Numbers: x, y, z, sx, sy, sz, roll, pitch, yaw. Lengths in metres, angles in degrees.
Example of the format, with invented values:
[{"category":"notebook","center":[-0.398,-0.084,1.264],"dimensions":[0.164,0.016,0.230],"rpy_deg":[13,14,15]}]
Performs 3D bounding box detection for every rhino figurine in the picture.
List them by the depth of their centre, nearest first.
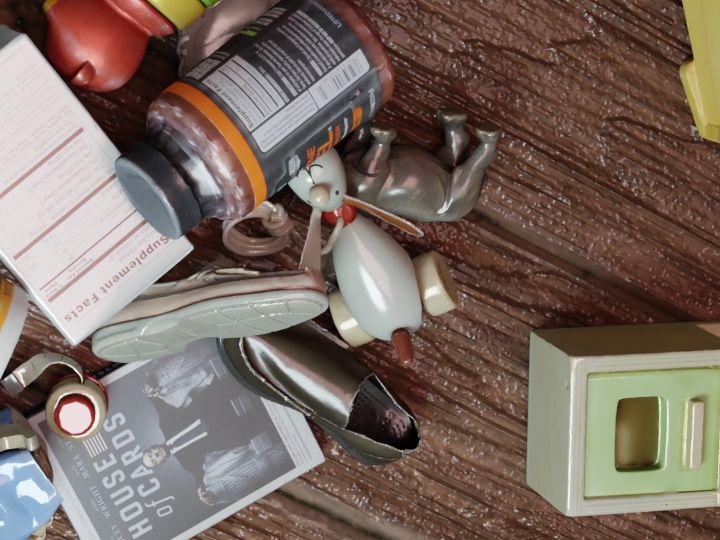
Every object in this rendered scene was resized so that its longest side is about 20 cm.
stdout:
[{"category":"rhino figurine","center":[0.006,-0.078,1.711],"dimensions":[0.199,0.060,0.088],"rpy_deg":[1,116,-13]}]

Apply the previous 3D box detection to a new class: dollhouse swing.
[{"category":"dollhouse swing","center":[0.349,-0.178,1.717],"dimensions":[0.180,0.200,0.177],"rpy_deg":[-2,100,-15]}]

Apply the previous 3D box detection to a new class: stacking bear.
[{"category":"stacking bear","center":[-0.154,-0.219,1.602],"dimensions":[0.114,0.121,0.200],"rpy_deg":[38,90,-22]}]

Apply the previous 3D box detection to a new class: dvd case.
[{"category":"dvd case","center":[-0.146,0.131,1.726],"dimensions":[0.199,0.025,0.151],"rpy_deg":[-29,106,-9]}]

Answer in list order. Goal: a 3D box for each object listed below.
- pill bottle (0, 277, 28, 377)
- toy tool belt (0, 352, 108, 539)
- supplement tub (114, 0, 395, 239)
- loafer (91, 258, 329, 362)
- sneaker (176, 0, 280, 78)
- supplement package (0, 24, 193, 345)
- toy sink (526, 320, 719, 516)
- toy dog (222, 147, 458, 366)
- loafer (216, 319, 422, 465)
[{"category":"pill bottle","center":[-0.342,0.022,1.547],"dimensions":[0.199,0.116,0.117],"rpy_deg":[28,91,-16]},{"category":"toy tool belt","center":[-0.270,0.159,1.628],"dimensions":[0.199,0.123,0.125],"rpy_deg":[-34,105,5]},{"category":"supplement tub","center":[-0.078,-0.108,1.575],"dimensions":[0.200,0.107,0.107],"rpy_deg":[-40,108,-19]},{"category":"loafer","center":[-0.115,0.018,1.645],"dimensions":[0.072,0.199,0.063],"rpy_deg":[29,52,-55]},{"category":"sneaker","center":[-0.114,-0.150,1.667],"dimensions":[0.092,0.076,0.201],"rpy_deg":[34,82,-11]},{"category":"supplement package","center":[-0.234,-0.064,1.618],"dimensions":[0.117,0.117,0.200],"rpy_deg":[-40,108,-8]},{"category":"toy sink","center":[0.244,0.117,1.785],"dimensions":[0.199,0.112,0.131],"rpy_deg":[-1,100,-15]},{"category":"toy dog","center":[0.000,0.000,1.672],"dimensions":[0.200,0.097,0.132],"rpy_deg":[32,118,-34]},{"category":"loafer","center":[-0.023,0.082,1.712],"dimensions":[0.200,0.071,0.073],"rpy_deg":[35,71,-28]}]
